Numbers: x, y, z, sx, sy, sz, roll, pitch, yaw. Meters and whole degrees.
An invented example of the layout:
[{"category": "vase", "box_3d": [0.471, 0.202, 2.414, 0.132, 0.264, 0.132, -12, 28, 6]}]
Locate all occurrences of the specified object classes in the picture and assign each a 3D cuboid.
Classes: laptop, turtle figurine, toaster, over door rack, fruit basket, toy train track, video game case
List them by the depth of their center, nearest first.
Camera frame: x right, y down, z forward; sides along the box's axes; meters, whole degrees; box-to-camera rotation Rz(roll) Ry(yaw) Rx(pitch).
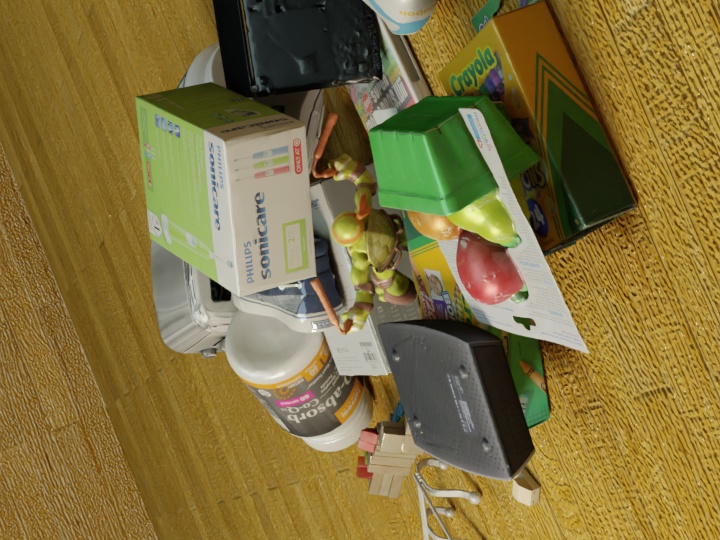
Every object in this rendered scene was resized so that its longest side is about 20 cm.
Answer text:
[{"category": "fruit basket", "box_3d": [0.094, -0.038, 1.253, 0.201, 0.094, 0.185, 57, 164, -17]}, {"category": "turtle figurine", "box_3d": [0.012, -0.034, 1.490, 0.161, 0.064, 0.202, 27, -125, -64]}, {"category": "video game case", "box_3d": [0.013, -0.190, 1.526, 0.201, 0.017, 0.143, 66, 161, 9]}, {"category": "laptop", "box_3d": [-0.068, -0.256, 1.532, 0.103, 0.198, 0.179, -30, -67, -67]}, {"category": "toy train track", "box_3d": [0.107, 0.156, 1.609, 0.200, 0.032, 0.115, 51, 154, 39]}, {"category": "over door rack", "box_3d": [0.103, 0.308, 1.698, 0.200, 0.066, 0.149, -103, 4, -59]}, {"category": "toaster", "box_3d": [-0.167, -0.005, 1.866, 0.129, 0.113, 0.202, -20, 73, 62]}]

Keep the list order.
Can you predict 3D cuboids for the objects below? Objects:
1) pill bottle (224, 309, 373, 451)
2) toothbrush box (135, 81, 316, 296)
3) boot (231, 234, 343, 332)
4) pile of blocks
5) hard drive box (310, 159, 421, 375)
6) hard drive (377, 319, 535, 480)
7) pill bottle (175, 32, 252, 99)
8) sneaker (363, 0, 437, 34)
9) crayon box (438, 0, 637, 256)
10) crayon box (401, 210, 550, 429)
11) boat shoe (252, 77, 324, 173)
[{"category": "pill bottle", "box_3d": [-0.062, 0.114, 1.819, 0.117, 0.116, 0.200, 52, 177, 39]}, {"category": "toothbrush box", "box_3d": [-0.126, -0.080, 1.521, 0.200, 0.086, 0.147, 29, 128, 57]}, {"category": "boot", "box_3d": [-0.078, -0.002, 1.675, 0.200, 0.072, 0.091, 16, 117, 58]}, {"category": "pile of blocks", "box_3d": [0.026, 0.176, 1.751, 0.200, 0.062, 0.083, 111, 163, -63]}, {"category": "hard drive box", "box_3d": [0.000, 0.000, 1.666, 0.201, 0.076, 0.156, 70, 160, -4]}, {"category": "hard drive", "box_3d": [0.083, 0.105, 1.431, 0.200, 0.042, 0.136, 6, 115, 69]}, {"category": "pill bottle", "box_3d": [-0.138, -0.182, 1.781, 0.120, 0.119, 0.200, 67, 160, 4]}, {"category": "sneaker", "box_3d": [0.000, -0.285, 1.381, 0.201, 0.076, 0.081, 61, 161, 26]}, {"category": "crayon box", "box_3d": [0.125, -0.116, 1.257, 0.201, 0.051, 0.126, 67, 160, 6]}, {"category": "crayon box", "box_3d": [0.102, 0.036, 1.461, 0.119, 0.058, 0.201, 35, 142, 57]}, {"category": "boat shoe", "box_3d": [-0.071, -0.156, 1.623, 0.065, 0.073, 0.202, 48, -125, -72]}]
